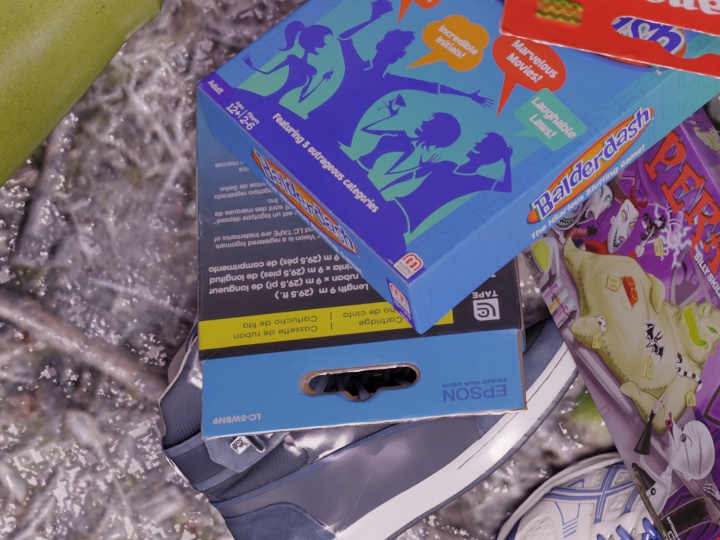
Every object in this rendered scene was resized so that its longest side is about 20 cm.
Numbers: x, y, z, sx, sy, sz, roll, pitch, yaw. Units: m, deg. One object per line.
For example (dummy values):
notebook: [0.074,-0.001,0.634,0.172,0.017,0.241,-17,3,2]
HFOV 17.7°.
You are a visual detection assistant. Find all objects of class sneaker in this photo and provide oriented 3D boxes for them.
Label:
sneaker: [-0.003,0.051,1.109,0.202,0.077,0.146,-37,97,8]
sneaker: [0.145,0.120,1.105,0.200,0.088,0.075,-31,97,8]

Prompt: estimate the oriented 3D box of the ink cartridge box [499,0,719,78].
ink cartridge box: [0.151,-0.167,1.018,0.162,0.200,0.050,12,133,2]

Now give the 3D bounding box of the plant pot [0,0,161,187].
plant pot: [-0.202,-0.117,1.053,0.193,0.200,0.201,-36,95,-5]

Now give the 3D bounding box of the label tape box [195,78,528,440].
label tape box: [0.000,0.000,1.052,0.144,0.063,0.200,-5,56,4]

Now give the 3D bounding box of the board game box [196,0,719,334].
board game box: [0.051,-0.087,1.034,0.200,0.045,0.152,-39,60,-15]

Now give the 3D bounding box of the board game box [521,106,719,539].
board game box: [0.143,0.020,1.038,0.120,0.032,0.200,-49,49,32]
